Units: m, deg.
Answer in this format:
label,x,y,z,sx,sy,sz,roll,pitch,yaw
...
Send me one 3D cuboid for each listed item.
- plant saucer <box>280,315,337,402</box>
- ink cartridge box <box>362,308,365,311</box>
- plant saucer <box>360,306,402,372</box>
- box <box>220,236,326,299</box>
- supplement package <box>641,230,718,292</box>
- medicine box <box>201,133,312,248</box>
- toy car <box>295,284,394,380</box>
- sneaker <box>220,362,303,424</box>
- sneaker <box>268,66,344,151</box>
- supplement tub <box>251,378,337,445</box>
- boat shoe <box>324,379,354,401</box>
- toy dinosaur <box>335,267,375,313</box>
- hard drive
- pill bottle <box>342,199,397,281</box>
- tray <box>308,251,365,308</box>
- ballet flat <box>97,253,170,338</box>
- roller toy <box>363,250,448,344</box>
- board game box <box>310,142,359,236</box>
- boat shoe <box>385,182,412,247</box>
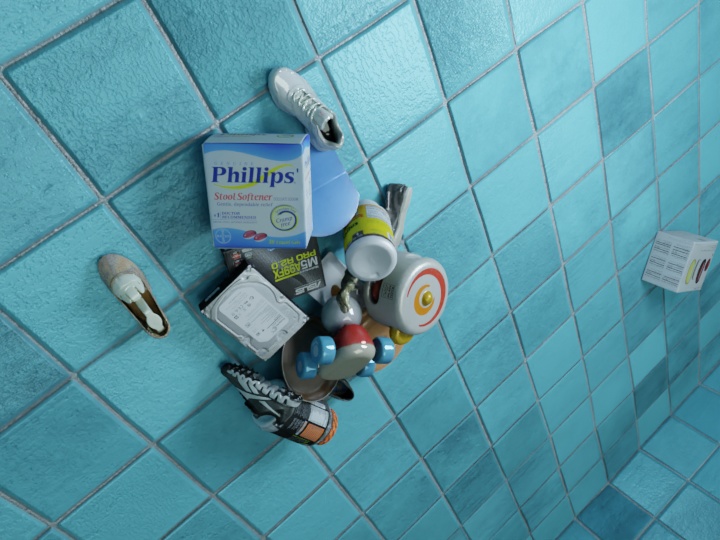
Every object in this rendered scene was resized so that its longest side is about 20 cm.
label,x,y,z,sx,sy,sz,roll,pitch,yaw
plant saucer,-0.120,0.209,1.294,0.200,0.032,0.201,11,76,-49
ink cartridge box,0.074,0.107,1.420,0.200,0.045,0.176,-45,129,-10
plant saucer,0.042,0.174,1.379,0.200,0.032,0.201,-16,120,-29
box,-0.183,-0.009,1.169,0.199,0.044,0.161,-19,121,-18
supplement package,1.223,-0.037,2.088,0.190,0.147,0.201,-4,112,-34
medicine box,-0.187,-0.151,1.026,0.181,0.103,0.201,1,116,1
toy car,-0.048,0.135,1.254,0.184,0.201,0.177,5,149,-29
sneaker,-0.232,0.277,1.203,0.091,0.199,0.066,-65,171,3
sneaker,-0.094,-0.315,1.060,0.078,0.099,0.200,-50,122,-6
supplement tub,-0.154,0.351,1.324,0.200,0.122,0.123,38,88,-40
boat shoe,-0.087,0.278,1.379,0.200,0.057,0.069,35,90,-40
toy dinosaur,0.000,0.000,1.220,0.048,0.088,0.201,56,38,-44
hard drive,-0.220,0.089,1.149,0.140,0.038,0.200,-43,126,-1
pill bottle,0.016,-0.074,1.186,0.109,0.200,0.110,-2,125,-3
tray,-0.055,0.047,1.316,0.107,0.022,0.200,-49,130,-7
ballet flat,-0.420,0.053,1.034,0.068,0.067,0.200,-38,127,-15
roller toy,0.110,0.053,1.272,0.200,0.139,0.183,-43,127,-26
board game box,-0.098,-0.171,1.150,0.158,0.039,0.201,-35,101,-24
boat shoe,0.074,-0.115,1.317,0.067,0.057,0.201,-35,142,-64
